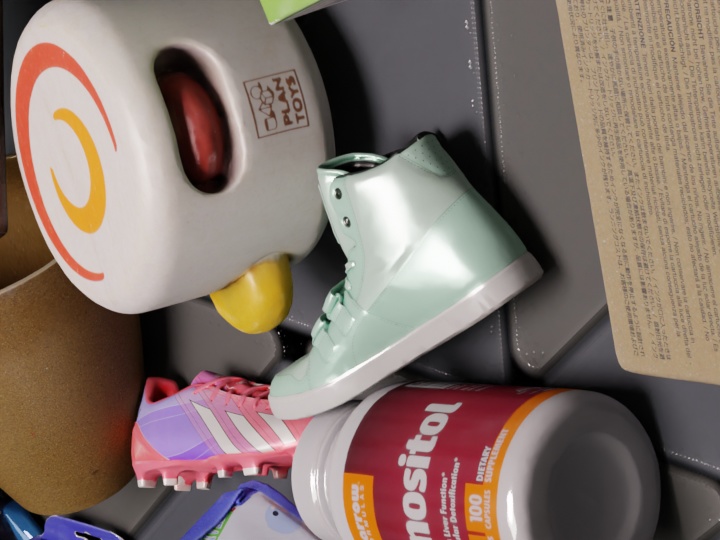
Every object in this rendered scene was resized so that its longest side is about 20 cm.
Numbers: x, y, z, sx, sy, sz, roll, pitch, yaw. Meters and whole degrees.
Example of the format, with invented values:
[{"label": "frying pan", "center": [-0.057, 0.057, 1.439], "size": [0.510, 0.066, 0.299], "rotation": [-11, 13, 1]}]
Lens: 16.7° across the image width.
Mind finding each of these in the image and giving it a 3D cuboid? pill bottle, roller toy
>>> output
[{"label": "pill bottle", "center": [0.056, 0.117, 1.332], "size": [0.200, 0.113, 0.113], "rotation": [0, 109, 50]}, {"label": "roller toy", "center": [-0.102, -0.076, 1.394], "size": [0.200, 0.140, 0.183], "rotation": [49, 143, 37]}]

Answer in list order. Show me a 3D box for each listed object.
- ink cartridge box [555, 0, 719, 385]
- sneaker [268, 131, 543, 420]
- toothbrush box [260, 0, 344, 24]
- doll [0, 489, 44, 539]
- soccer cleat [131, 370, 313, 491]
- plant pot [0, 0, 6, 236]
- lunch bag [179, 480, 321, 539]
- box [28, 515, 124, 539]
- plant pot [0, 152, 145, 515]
[{"label": "ink cartridge box", "center": [0.184, -0.048, 1.122], "size": [0.165, 0.075, 0.200], "rotation": [7, 114, 47]}, {"label": "sneaker", "center": [0.000, 0.000, 1.356], "size": [0.200, 0.074, 0.118], "rotation": [-35, 87, 38]}, {"label": "toothbrush box", "center": [-0.015, -0.246, 1.245], "size": [0.146, 0.086, 0.200], "rotation": [-18, 94, 52]}, {"label": "doll", "center": [-0.273, 0.212, 1.828], "size": [0.136, 0.048, 0.200], "rotation": [14, 118, 34]}, {"label": "soccer cleat", "center": [-0.074, 0.093, 1.520], "size": [0.200, 0.067, 0.077], "rotation": [-13, 75, 48]}, {"label": "plant pot", "center": [-0.293, -0.110, 1.451], "size": [0.200, 0.200, 0.199], "rotation": [-8, 89, 51]}, {"label": "lunch bag", "center": [-0.057, 0.248, 1.461], "size": [0.200, 0.170, 0.124], "rotation": [52, 141, -9]}, {"label": "box", "center": [-0.192, 0.276, 1.759], "size": [0.119, 0.041, 0.200], "rotation": [9, 118, 36]}, {"label": "plant pot", "center": [-0.218, 0.054, 1.593], "size": [0.186, 0.186, 0.200], "rotation": [17, 135, 44]}]
